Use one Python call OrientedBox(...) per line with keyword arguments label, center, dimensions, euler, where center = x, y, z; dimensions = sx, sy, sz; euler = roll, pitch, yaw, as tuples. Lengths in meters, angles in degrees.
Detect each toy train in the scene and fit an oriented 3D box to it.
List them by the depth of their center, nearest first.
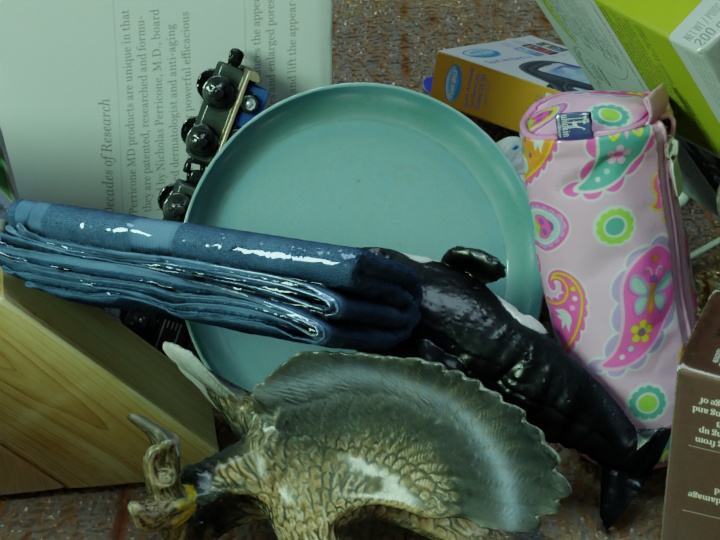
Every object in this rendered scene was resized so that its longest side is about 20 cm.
OrientedBox(label="toy train", center=(-0.091, -0.024, 1.229), dimensions=(0.046, 0.201, 0.034), euler=(17, 8, -15))

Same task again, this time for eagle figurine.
OrientedBox(label="eagle figurine", center=(-0.005, 0.103, 1.085), dimensions=(0.199, 0.152, 0.152), euler=(-13, 22, 0))

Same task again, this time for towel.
OrientedBox(label="towel", center=(-0.075, 0.004, 1.113), dimensions=(0.199, 0.049, 0.112), euler=(8, -3, 24))

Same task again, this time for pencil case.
OrientedBox(label="pencil case", center=(0.137, 0.002, 1.167), dimensions=(0.087, 0.201, 0.088), euler=(-10, 18, 3))

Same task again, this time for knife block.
OrientedBox(label="knife block", center=(-0.176, 0.028, 1.149), dimensions=(0.199, 0.177, 0.064), euler=(-4, 33, -7))

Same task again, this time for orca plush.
OrientedBox(label="orca plush", center=(0.055, 0.062, 1.142), dimensions=(0.200, 0.105, 0.071), euler=(44, 36, 2))

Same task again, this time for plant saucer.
OrientedBox(label="plant saucer", center=(0.000, 0.000, 1.211), dimensions=(0.199, 0.202, 0.027), euler=(-5, -2, -8))

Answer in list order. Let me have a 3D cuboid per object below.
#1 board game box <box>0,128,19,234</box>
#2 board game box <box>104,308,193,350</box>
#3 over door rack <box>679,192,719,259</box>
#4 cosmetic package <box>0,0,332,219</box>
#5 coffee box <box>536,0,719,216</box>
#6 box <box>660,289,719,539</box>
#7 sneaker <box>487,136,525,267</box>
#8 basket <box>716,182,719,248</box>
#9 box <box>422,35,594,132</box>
OrientedBox(label="board game box", center=(-0.276, -0.011, 1.200), dimensions=(0.198, 0.201, 0.026), euler=(3, 52, 6))
OrientedBox(label="board game box", center=(-0.140, -0.032, 1.351), dimensions=(0.198, 0.062, 0.200), euler=(2, 32, 4))
OrientedBox(label="over door rack", center=(0.245, 0.002, 1.292), dimensions=(0.199, 0.067, 0.148), euler=(-17, 37, -25))
OrientedBox(label="cosmetic package", center=(-0.130, -0.133, 1.298), dimensions=(0.199, 0.166, 0.165), euler=(-8, 33, -12))
OrientedBox(label="coffee box", center=(0.233, -0.149, 1.199), dimensions=(0.200, 0.200, 0.198), euler=(-44, 37, -4))
OrientedBox(label="box", center=(0.187, 0.117, 0.984), dimensions=(0.100, 0.201, 0.075), euler=(12, 32, 18))
OrientedBox(label="sneaker", center=(0.088, -0.031, 1.310), dimensions=(0.199, 0.075, 0.087), euler=(-26, 69, -36))
OrientedBox(label="basket", center=(0.245, 0.045, 1.098), dimensions=(0.180, 0.201, 0.136), euler=(-28, 42, -35))
OrientedBox(label="box", center=(0.141, -0.114, 1.474), dimensions=(0.199, 0.042, 0.119), euler=(24, 23, 30))
